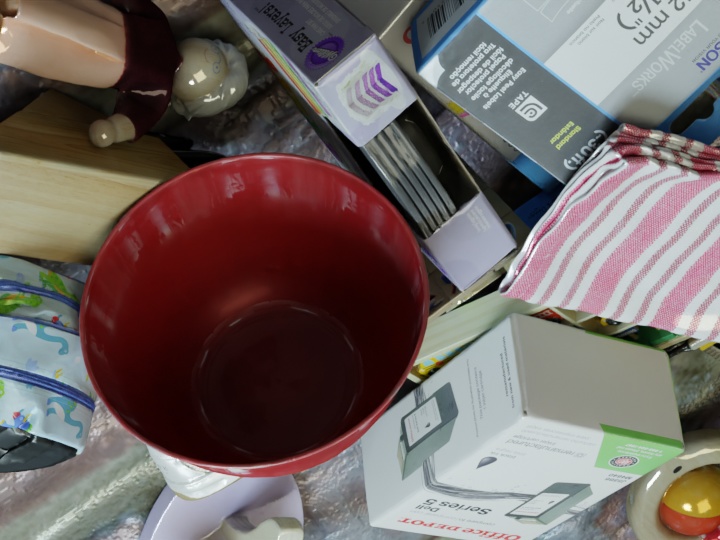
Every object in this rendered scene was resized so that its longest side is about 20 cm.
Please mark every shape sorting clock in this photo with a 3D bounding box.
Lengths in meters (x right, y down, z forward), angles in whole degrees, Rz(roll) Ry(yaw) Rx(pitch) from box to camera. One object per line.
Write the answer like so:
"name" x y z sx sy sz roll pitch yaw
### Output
"shape sorting clock" 0.126 -0.026 1.112 0.199 0.200 0.039 -35 83 -3

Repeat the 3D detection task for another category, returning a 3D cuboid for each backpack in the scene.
"backpack" -0.240 0.060 0.978 0.163 0.199 0.155 29 82 -34

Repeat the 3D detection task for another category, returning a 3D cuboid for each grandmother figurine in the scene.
"grandmother figurine" -0.148 -0.131 0.972 0.199 0.060 0.122 10 78 -45

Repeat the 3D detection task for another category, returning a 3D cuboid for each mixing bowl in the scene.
"mixing bowl" -0.055 0.042 0.958 0.199 0.201 0.109 -27 152 -8

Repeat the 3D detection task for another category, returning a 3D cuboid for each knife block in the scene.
"knife block" -0.136 -0.037 0.988 0.175 0.200 0.064 26 108 -2

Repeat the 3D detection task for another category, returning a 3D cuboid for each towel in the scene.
"towel" 0.200 -0.010 0.978 0.198 0.030 0.147 13 137 -21

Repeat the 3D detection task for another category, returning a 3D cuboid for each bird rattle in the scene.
"bird rattle" 0.301 0.190 1.379 0.162 0.113 0.201 1 131 -12

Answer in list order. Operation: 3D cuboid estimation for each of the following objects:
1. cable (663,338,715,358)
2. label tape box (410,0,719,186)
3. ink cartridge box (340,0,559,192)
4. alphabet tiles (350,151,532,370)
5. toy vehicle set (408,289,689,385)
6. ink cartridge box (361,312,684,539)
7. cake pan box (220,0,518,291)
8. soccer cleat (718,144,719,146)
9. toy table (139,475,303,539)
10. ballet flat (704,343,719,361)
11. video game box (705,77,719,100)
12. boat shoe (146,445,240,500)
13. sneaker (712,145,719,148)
"cable" 0.229 0.064 1.237 0.097 0.051 0.200 12 131 -47
"label tape box" 0.149 -0.122 0.934 0.199 0.066 0.143 34 118 -22
"ink cartridge box" 0.073 -0.170 1.029 0.200 0.125 0.129 35 100 -35
"alphabet tiles" 0.000 0.000 1.067 0.200 0.167 0.008 -38 128 0
"toy vehicle set" 0.136 0.045 1.168 0.199 0.027 0.124 -26 145 29
"ink cartridge box" 0.112 0.123 1.182 0.145 0.085 0.200 13 145 -29
"cake pan box" 0.001 -0.097 0.994 0.052 0.200 0.184 -40 128 -1
"soccer cleat" 0.220 -0.028 1.194 0.199 0.069 0.078 -32 102 14
"toy table" -0.089 0.238 1.196 0.182 0.117 0.202 -8 119 -20
"ballet flat" 0.282 0.028 1.284 0.067 0.046 0.200 -48 125 6
"video game box" 0.256 -0.144 1.091 0.200 0.182 0.047 35 98 -34
"boat shoe" -0.061 0.086 1.148 0.199 0.071 0.070 -33 127 -3
"sneaker" 0.271 -0.042 1.030 0.077 0.080 0.199 25 150 -35
